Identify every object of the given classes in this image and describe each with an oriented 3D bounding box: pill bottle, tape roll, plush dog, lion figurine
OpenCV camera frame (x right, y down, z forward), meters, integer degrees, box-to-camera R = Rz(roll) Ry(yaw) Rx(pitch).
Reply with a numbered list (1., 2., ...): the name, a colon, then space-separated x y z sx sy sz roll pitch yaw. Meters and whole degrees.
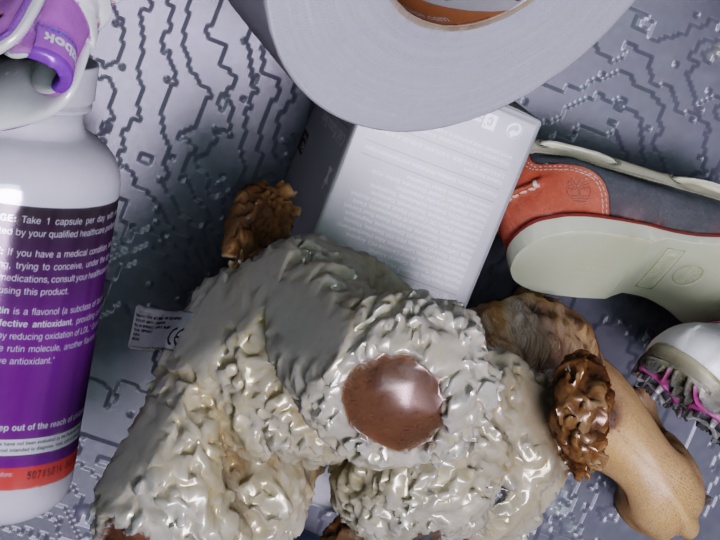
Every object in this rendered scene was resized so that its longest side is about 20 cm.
1. pill bottle: -0.167 0.002 0.922 0.112 0.112 0.202 8 103 -14
2. tape roll: 0.035 -0.153 0.808 0.199 0.066 0.201 -22 138 -21
3. plush dog: 0.008 0.062 0.870 0.171 0.161 0.200 35 125 -29
4. lion figurine: 0.114 0.074 0.994 0.200 0.123 0.073 36 95 -19

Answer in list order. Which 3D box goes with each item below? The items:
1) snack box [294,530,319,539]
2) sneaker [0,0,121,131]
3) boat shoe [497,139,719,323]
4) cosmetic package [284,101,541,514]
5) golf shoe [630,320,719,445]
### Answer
1. snack box: -0.006 0.155 1.017 0.199 0.072 0.024 26 97 -17
2. sneaker: -0.098 -0.123 0.814 0.200 0.115 0.073 -36 133 12
3. boat shoe: 0.148 -0.018 1.006 0.199 0.063 0.071 9 139 -29
4. cosmetic package: 0.000 0.000 0.960 0.090 0.107 0.201 22 98 -15
5. golf shoe: 0.189 0.042 0.989 0.072 0.200 0.092 35 97 27
